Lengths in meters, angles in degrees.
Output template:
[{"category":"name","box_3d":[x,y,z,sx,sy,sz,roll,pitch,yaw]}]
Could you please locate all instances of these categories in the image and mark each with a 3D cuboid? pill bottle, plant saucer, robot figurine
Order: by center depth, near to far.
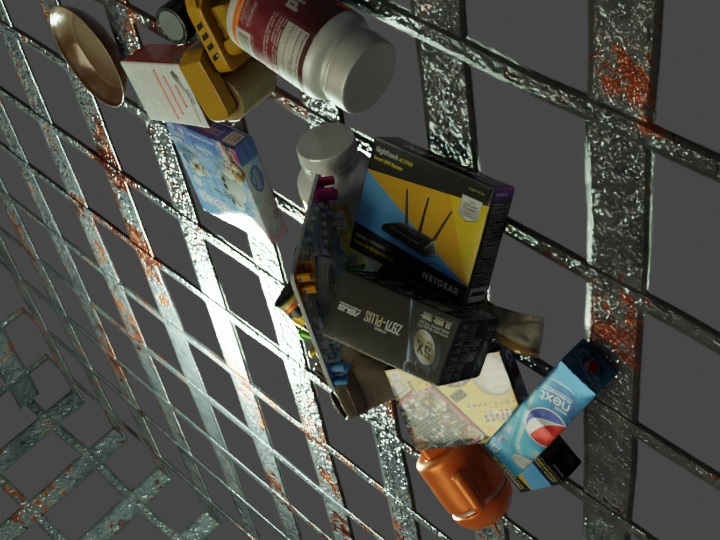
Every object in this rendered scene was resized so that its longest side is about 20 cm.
[{"category":"pill bottle","box_3d":[-0.059,-0.281,1.442,0.199,0.114,0.115,37,153,26]},{"category":"pill bottle","box_3d":[-0.025,-0.099,1.643,0.111,0.111,0.202,27,147,39]},{"category":"robot figurine","box_3d":[0.169,0.332,1.918,0.201,0.116,0.143,54,149,-8]},{"category":"plant saucer","box_3d":[-0.469,-0.382,2.082,0.200,0.037,0.202,39,154,24]}]

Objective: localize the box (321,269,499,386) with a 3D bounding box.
[{"category":"box","box_3d":[0.067,0.069,1.488,0.162,0.087,0.200,22,-174,19]}]

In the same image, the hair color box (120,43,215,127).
[{"category":"hair color box","box_3d":[-0.289,-0.294,1.871,0.199,0.064,0.112,17,139,52]}]

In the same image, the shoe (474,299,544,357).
[{"category":"shoe","box_3d":[0.176,0.061,1.607,0.199,0.069,0.054,25,106,48]}]

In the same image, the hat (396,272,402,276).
[{"category":"hat","box_3d":[0.080,-0.032,1.595,0.200,0.081,0.202,40,154,23]}]

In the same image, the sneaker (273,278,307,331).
[{"category":"sneaker","box_3d":[-0.074,0.045,1.872,0.090,0.070,0.200,46,-161,-6]}]

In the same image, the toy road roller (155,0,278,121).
[{"category":"toy road roller","box_3d":[-0.164,-0.308,1.580,0.145,0.123,0.202,1,127,44]}]

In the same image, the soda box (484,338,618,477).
[{"category":"soda box","box_3d":[0.246,0.182,1.550,0.064,0.068,0.201,43,132,12]}]

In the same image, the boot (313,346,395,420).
[{"category":"boot","box_3d":[0.029,0.174,1.784,0.201,0.146,0.070,50,159,9]}]

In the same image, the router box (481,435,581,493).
[{"category":"router box","box_3d":[0.220,0.233,1.762,0.201,0.051,0.149,50,157,1]}]

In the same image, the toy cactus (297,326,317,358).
[{"category":"toy cactus","box_3d":[-0.005,0.134,1.933,0.199,0.103,0.165,37,176,-4]}]

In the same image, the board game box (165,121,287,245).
[{"category":"board game box","box_3d":[-0.224,-0.158,1.974,0.199,0.043,0.201,26,147,41]}]

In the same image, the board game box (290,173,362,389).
[{"category":"board game box","box_3d":[-0.037,0.013,1.531,0.025,0.202,0.202,-5,132,15]}]

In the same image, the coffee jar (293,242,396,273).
[{"category":"coffee jar","box_3d":[0.000,0.000,1.747,0.199,0.104,0.086,28,156,40]}]

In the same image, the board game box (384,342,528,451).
[{"category":"board game box","box_3d":[0.143,0.182,1.692,0.198,0.035,0.137,-12,105,36]}]

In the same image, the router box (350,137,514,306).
[{"category":"router box","box_3d":[0.085,-0.064,1.477,0.199,0.051,0.152,27,111,38]}]
